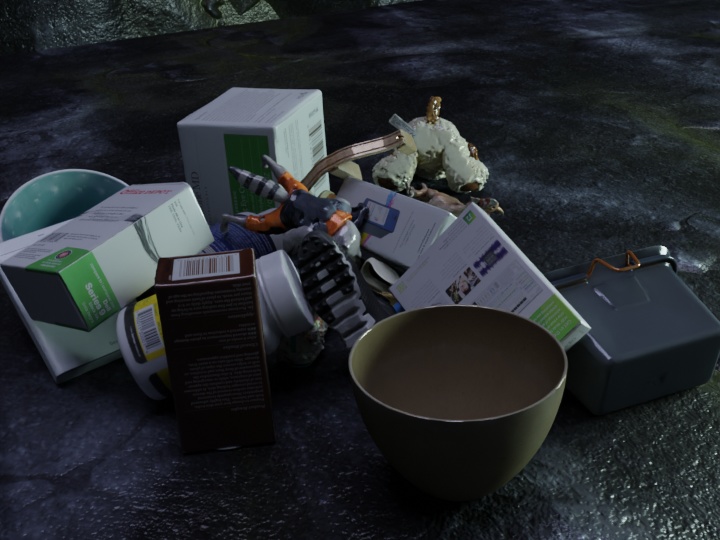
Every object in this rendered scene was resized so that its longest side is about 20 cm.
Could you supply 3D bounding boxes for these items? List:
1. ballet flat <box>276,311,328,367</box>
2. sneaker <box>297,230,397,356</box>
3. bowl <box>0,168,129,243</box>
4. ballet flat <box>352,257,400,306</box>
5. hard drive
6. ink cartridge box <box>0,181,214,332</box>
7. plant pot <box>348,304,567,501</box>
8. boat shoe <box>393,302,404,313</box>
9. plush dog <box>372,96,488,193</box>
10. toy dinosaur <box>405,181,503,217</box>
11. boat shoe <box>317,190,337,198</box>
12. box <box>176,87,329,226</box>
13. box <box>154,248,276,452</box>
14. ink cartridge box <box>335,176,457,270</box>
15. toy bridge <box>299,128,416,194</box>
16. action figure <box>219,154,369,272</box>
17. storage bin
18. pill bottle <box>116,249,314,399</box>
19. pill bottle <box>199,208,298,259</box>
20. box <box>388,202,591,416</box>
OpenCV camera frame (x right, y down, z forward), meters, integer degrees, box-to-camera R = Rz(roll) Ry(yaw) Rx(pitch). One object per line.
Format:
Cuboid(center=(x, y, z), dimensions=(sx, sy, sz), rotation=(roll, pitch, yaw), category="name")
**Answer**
Cuboid(center=(-0.069, 0.048, 1.122), dimensions=(0.075, 0.064, 0.200), rotation=(-3, 26, 0), category="ballet flat")
Cuboid(center=(-0.006, 0.041, 1.026), dimensions=(0.066, 0.200, 0.090), rotation=(-31, 2, 19), category="sneaker")
Cuboid(center=(-0.389, -0.030, 1.221), dimensions=(0.200, 0.105, 0.201), rotation=(8, 55, -12), category="bowl")
Cuboid(center=(0.000, 0.000, 1.164), dimensions=(0.200, 0.063, 0.069), rotation=(30, 43, 28), category="ballet flat")
Cuboid(center=(-0.362, 0.031, 1.108), dimensions=(0.132, 0.027, 0.200), rotation=(-24, 68, -31), category="hard drive")
Cuboid(center=(-0.297, -0.022, 1.053), dimensions=(0.146, 0.084, 0.200), rotation=(5, 35, 45), category="ink cartridge box")
Cuboid(center=(0.093, 0.138, 0.844), dimensions=(0.200, 0.135, 0.200), rotation=(-3, 27, 2), category="plant pot")
Cuboid(center=(0.135, 0.047, 1.102), dimensions=(0.200, 0.069, 0.084), rotation=(-14, 15, -9), category="boat shoe")
Cuboid(center=(0.123, -0.214, 1.561), dimensions=(0.200, 0.161, 0.172), rotation=(0, 0, 4), category="plush dog")
Cuboid(center=(0.137, -0.087, 1.356), dimensions=(0.135, 0.086, 0.200), rotation=(3, 14, -4), category="toy dinosaur")
Cuboid(center=(-0.052, -0.065, 1.351), dimensions=(0.074, 0.076, 0.200), rotation=(29, 21, 1), category="boat shoe")
Cuboid(center=(-0.164, -0.172, 1.421), dimensions=(0.171, 0.199, 0.200), rotation=(6, 28, 19), category="box")
Cuboid(center=(-0.146, 0.083, 0.909), dimensions=(0.100, 0.200, 0.075), rotation=(-6, 25, -6), category="box")
Cuboid(center=(0.070, -0.043, 1.193), dimensions=(0.200, 0.088, 0.145), rotation=(28, 1, 44), category="ink cartridge box")
Cuboid(center=(-0.024, -0.141, 1.215), dimensions=(0.200, 0.027, 0.067), rotation=(-24, -22, 26), category="toy bridge")
Cuboid(center=(-0.089, -0.052, 1.102), dimensions=(0.193, 0.105, 0.200), rotation=(23, 59, 23), category="action figure")
Cuboid(center=(0.297, 0.065, 0.979), dimensions=(0.200, 0.146, 0.134), rotation=(-13, 38, -18), category="storage bin")
Cuboid(center=(-0.161, 0.058, 0.997), dimensions=(0.200, 0.114, 0.114), rotation=(-22, 27, 3), category="pill bottle")
Cuboid(center=(-0.173, -0.013, 1.203), dimensions=(0.111, 0.111, 0.200), rotation=(17, 33, 35), category="pill bottle")
Cuboid(center=(0.136, 0.041, 0.973), dimensions=(0.036, 0.144, 0.200), rotation=(25, 23, -51), category="box")
